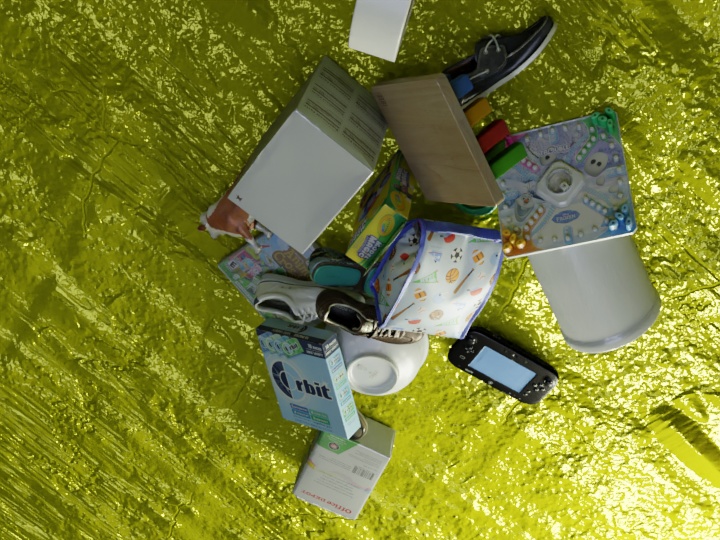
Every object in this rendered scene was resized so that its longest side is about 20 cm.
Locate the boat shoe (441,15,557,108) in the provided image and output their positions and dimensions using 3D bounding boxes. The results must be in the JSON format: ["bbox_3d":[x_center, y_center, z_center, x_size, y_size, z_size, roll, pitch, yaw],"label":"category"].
[{"bbox_3d":[0.196,-0.309,1.358,0.198,0.072,0.068,-32,113,31],"label":"boat shoe"}]

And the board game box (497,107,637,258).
[{"bbox_3d":[0.296,-0.133,1.387,0.196,0.204,0.026,-11,156,19],"label":"board game box"}]

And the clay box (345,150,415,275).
[{"bbox_3d":[0.034,-0.091,1.456,0.047,0.201,0.115,32,123,-11],"label":"clay box"}]

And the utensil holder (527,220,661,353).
[{"bbox_3d":[0.358,-0.002,1.468,0.167,0.171,0.202,-21,115,23],"label":"utensil holder"}]

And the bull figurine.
[{"bbox_3d":[-0.190,-0.104,1.571,0.121,0.065,0.201,37,121,-5],"label":"bull figurine"}]

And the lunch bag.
[{"bbox_3d":[0.127,-0.001,1.518,0.166,0.125,0.202,6,135,-24],"label":"lunch bag"}]

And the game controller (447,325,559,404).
[{"bbox_3d":[0.256,0.173,1.678,0.197,0.042,0.105,28,124,-7],"label":"game controller"}]

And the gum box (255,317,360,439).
[{"bbox_3d":[-0.094,0.193,1.687,0.167,0.044,0.204,10,125,40],"label":"gum box"}]

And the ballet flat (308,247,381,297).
[{"bbox_3d":[0.000,0.000,1.597,0.196,0.075,0.075,15,128,-28],"label":"ballet flat"}]

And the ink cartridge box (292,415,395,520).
[{"bbox_3d":[-0.034,0.381,1.846,0.143,0.088,0.202,23,122,-3],"label":"ink cartridge box"}]

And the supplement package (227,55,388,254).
[{"bbox_3d":[-0.072,-0.177,1.421,0.146,0.201,0.191,36,123,-13],"label":"supplement package"}]

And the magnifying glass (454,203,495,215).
[{"bbox_3d":[0.143,-0.162,1.496,0.199,0.023,0.079,40,122,-14],"label":"magnifying glass"}]

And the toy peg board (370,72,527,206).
[{"bbox_3d":[0.137,-0.210,1.368,0.097,0.199,0.202,-36,111,-18],"label":"toy peg board"}]

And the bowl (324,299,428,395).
[{"bbox_3d":[0.025,0.158,1.676,0.196,0.091,0.204,3,128,4],"label":"bowl"}]

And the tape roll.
[{"bbox_3d":[0.044,-0.392,1.258,0.069,0.204,0.205,17,125,0],"label":"tape roll"}]

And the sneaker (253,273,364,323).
[{"bbox_3d":[-0.092,0.061,1.625,0.195,0.072,0.074,7,142,11],"label":"sneaker"}]

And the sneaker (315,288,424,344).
[{"bbox_3d":[0.016,0.092,1.565,0.196,0.076,0.072,15,111,-7],"label":"sneaker"}]

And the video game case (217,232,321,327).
[{"bbox_3d":[-0.129,0.019,1.669,0.180,0.022,0.201,-29,113,26],"label":"video game case"}]

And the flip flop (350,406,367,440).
[{"bbox_3d":[-0.050,0.226,1.757,0.201,0.057,0.081,52,130,1],"label":"flip flop"}]
